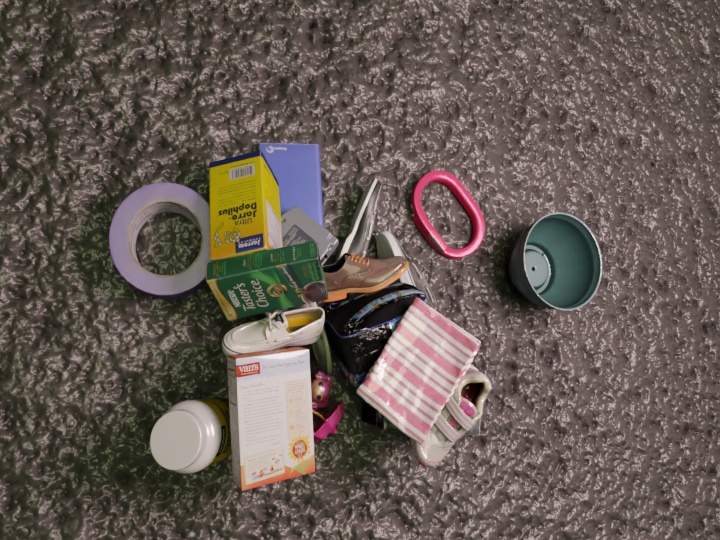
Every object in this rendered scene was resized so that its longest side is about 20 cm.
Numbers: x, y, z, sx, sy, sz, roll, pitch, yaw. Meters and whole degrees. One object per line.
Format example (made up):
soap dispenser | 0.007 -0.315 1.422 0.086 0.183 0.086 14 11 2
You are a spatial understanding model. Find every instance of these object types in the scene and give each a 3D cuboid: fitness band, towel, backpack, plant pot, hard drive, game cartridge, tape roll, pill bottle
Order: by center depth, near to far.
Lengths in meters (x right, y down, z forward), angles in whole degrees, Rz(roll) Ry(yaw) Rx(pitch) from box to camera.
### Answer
pill bottle | -0.278 0.279 0.927 0.108 0.200 0.117 0 79 2
towel | 0.099 0.168 0.935 0.144 0.030 0.203 32 80 15
tape roll | -0.361 -0.053 1.021 0.192 0.085 0.209 3 81 -16
game cartridge | -0.150 -0.019 1.054 0.132 0.042 0.202 35 77 19
backpack | 0.040 0.110 1.058 0.194 0.182 0.139 -22 106 -15
hard drive | -0.143 -0.159 1.128 0.127 0.025 0.209 -2 83 -16
plant pot | 0.411 -0.011 1.208 0.192 0.134 0.209 2 82 -16
fitness band | 0.194 -0.124 1.216 0.143 0.037 0.202 -40 95 -20

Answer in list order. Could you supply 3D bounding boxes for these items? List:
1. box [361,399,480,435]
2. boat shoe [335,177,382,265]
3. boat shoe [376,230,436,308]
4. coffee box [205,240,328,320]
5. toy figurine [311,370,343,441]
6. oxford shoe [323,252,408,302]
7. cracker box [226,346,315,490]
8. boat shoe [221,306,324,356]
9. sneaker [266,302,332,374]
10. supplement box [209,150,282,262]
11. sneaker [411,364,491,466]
box | 0.115 0.265 1.070 0.192 0.163 0.090 7 80 -15
boat shoe | 0.008 -0.090 1.141 0.059 0.076 0.206 23 88 -10
boat shoe | 0.098 0.005 1.159 0.070 0.071 0.206 -29 99 -28
coffee box | -0.159 0.021 0.956 0.192 0.125 0.045 -11 51 -1
toy figurine | -0.116 0.238 1.026 0.178 0.150 0.208 13 74 -19
oxford shoe | 0.000 0.000 1.075 0.193 0.072 0.075 -18 113 -2
cracker box | -0.147 0.238 0.902 0.130 0.057 0.209 -2 89 -31
boat shoe | -0.150 0.103 0.968 0.194 0.071 0.072 -7 48 -29
sneaker | -0.123 0.120 1.080 0.103 0.075 0.207 -18 87 -6
supplement box | -0.211 -0.097 1.012 0.105 0.110 0.207 -11 64 6
sneaker | 0.160 0.250 0.954 0.080 0.088 0.203 36 74 -7
